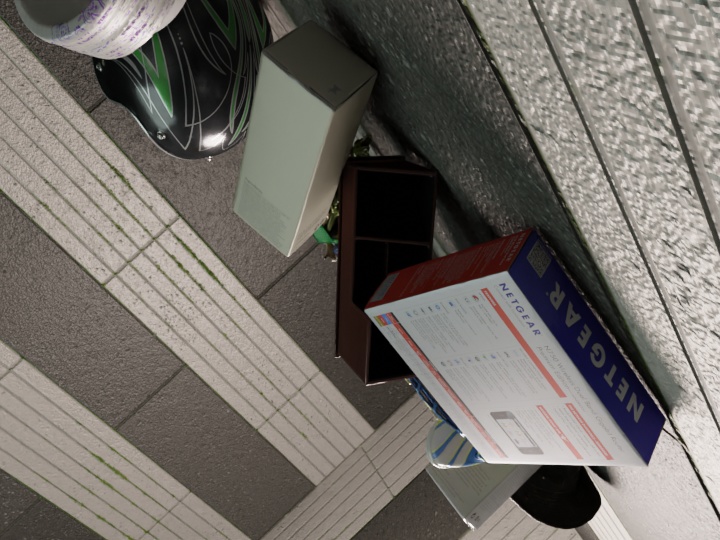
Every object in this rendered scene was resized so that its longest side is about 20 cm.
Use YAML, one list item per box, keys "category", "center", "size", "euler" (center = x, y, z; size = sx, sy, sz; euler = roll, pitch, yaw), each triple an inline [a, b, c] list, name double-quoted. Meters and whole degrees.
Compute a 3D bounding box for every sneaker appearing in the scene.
- category: "sneaker"
  center: [0.177, 0.187, 0.887]
  size: [0.105, 0.196, 0.078]
  euler: [-12, 95, 67]

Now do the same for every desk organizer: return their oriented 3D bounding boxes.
- category: "desk organizer"
  center: [0.023, -0.001, 0.715]
  size: [0.077, 0.070, 0.206]
  euler: [-145, 53, -61]

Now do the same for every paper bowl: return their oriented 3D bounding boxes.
- category: "paper bowl"
  center: [-0.223, -0.297, 0.674]
  size: [0.201, 0.202, 0.103]
  euler: [48, -155, 26]

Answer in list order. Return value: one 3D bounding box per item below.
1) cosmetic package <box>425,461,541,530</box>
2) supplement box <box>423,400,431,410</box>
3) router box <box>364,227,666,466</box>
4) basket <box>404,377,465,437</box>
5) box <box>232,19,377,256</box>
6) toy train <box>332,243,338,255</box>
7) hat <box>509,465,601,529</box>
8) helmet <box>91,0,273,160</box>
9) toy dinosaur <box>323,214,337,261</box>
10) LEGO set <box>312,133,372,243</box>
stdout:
- category: "cosmetic package"
  center: [0.200, 0.265, 1.084]
  size: [0.102, 0.199, 0.074]
  euler: [46, 177, 39]
- category: "supplement box"
  center: [0.270, 0.355, 1.773]
  size: [0.200, 0.134, 0.201]
  euler: [48, 176, 33]
- category: "router box"
  center: [0.122, 0.076, 0.618]
  size: [0.201, 0.049, 0.178]
  euler: [51, 146, -16]
- category: "basket"
  center: [0.118, 0.092, 0.800]
  size: [0.177, 0.138, 0.200]
  euler: [49, 167, 11]
- category: "box"
  center: [-0.056, -0.110, 0.665]
  size: [0.082, 0.068, 0.201]
  euler: [39, 143, 9]
- category: "toy train"
  center: [0.000, 0.000, 0.862]
  size: [0.033, 0.046, 0.202]
  euler: [14, -148, -26]
- category: "hat"
  center: [0.286, 0.289, 1.142]
  size: [0.195, 0.083, 0.202]
  euler: [12, -151, -7]
- category: "helmet"
  center: [-0.184, -0.233, 0.818]
  size: [0.190, 0.201, 0.200]
  euler: [38, 172, 25]
- category: "toy dinosaur"
  center: [-0.039, -0.073, 1.029]
  size: [0.200, 0.057, 0.104]
  euler: [-118, 10, -78]
- category: "LEGO set"
  center: [-0.014, -0.122, 0.799]
  size: [0.152, 0.117, 0.201]
  euler: [-4, 134, 50]
